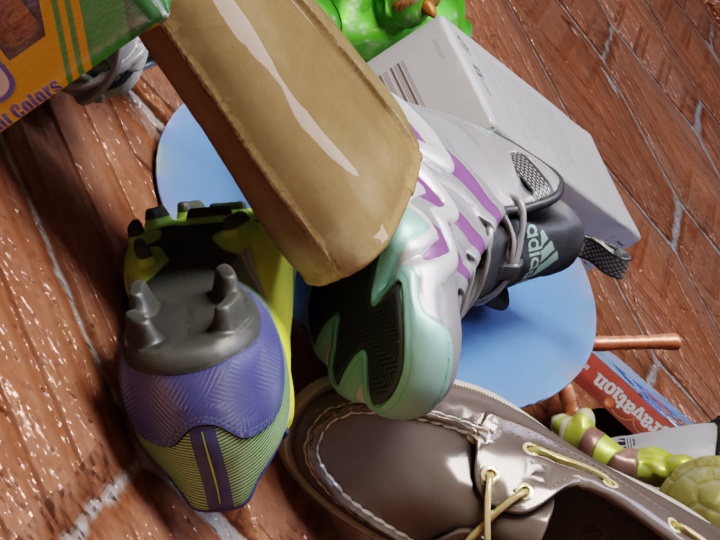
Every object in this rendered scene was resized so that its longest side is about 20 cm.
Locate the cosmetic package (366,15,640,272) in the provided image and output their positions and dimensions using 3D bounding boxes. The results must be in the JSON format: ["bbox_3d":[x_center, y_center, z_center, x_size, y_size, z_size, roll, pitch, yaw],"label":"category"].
[{"bbox_3d":[0.052,-0.043,1.447,0.200,0.102,0.074,30,32,-59],"label":"cosmetic package"}]

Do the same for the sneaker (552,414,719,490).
[{"bbox_3d":[0.133,0.158,1.362,0.075,0.115,0.200,-77,168,-69],"label":"sneaker"}]

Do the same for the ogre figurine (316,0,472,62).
[{"bbox_3d":[-0.010,-0.153,1.465,0.200,0.098,0.120,10,55,-63],"label":"ogre figurine"}]

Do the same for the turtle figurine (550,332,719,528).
[{"bbox_3d":[0.157,0.125,1.271,0.200,0.162,0.064,23,5,7],"label":"turtle figurine"}]

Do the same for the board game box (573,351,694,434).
[{"bbox_3d":[0.145,0.071,1.501,0.103,0.019,0.200,41,3,16],"label":"board game box"}]

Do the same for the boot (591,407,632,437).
[{"bbox_3d":[0.191,0.176,1.537,0.200,0.064,0.187,44,19,-51],"label":"boot"}]

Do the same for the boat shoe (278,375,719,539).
[{"bbox_3d":[0.064,0.096,1.137,0.200,0.072,0.060,26,6,-17],"label":"boat shoe"}]

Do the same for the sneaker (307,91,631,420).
[{"bbox_3d":[0.047,-0.006,1.162,0.140,0.078,0.200,13,34,-23],"label":"sneaker"}]

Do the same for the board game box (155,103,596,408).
[{"bbox_3d":[0.000,0.000,1.231,0.200,0.039,0.158,33,35,6],"label":"board game box"}]

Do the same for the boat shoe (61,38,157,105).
[{"bbox_3d":[-0.107,-0.097,1.120,0.069,0.072,0.200,58,6,-1],"label":"boat shoe"}]

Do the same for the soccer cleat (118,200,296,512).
[{"bbox_3d":[-0.052,0.026,1.074,0.200,0.065,0.084,-82,162,-72],"label":"soccer cleat"}]

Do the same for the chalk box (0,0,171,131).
[{"bbox_3d":[-0.159,-0.140,0.903,0.200,0.124,0.124,53,15,-19],"label":"chalk box"}]

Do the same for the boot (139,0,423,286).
[{"bbox_3d":[-0.049,-0.117,1.072,0.200,0.066,0.175,50,37,-24],"label":"boot"}]
